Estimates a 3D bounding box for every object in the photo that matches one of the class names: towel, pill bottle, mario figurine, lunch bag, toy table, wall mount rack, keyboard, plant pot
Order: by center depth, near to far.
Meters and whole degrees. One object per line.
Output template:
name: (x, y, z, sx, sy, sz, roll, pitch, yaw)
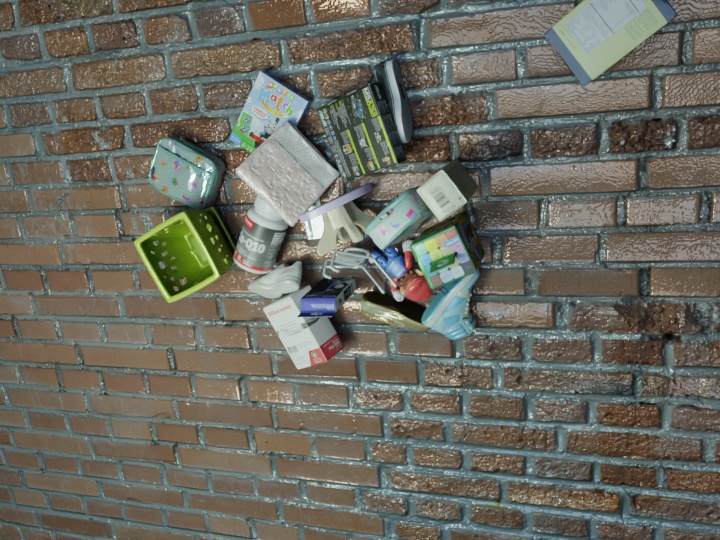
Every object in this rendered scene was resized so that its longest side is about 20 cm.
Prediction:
lunch bag: (0.102, -0.127, 1.509, 0.160, 0.200, 0.077, -39, 83, 27)
toy table: (-0.041, -0.127, 1.587, 0.200, 0.184, 0.117, -24, 98, 0)
towel: (-0.180, -0.246, 1.599, 0.200, 0.032, 0.191, 45, 84, -13)
wall mount rack: (0.000, 0.000, 1.608, 0.174, 0.200, 0.075, 12, 79, -11)
mario figurine: (0.110, -0.001, 1.635, 0.200, 0.106, 0.123, 47, 151, 12)
keyboard: (-0.133, -0.181, 1.684, 0.056, 0.011, 0.200, -6, 104, 15)
pill bottle: (-0.260, -0.102, 1.691, 0.114, 0.114, 0.200, 26, 112, 9)
lunch bag: (-0.479, -0.273, 1.733, 0.200, 0.077, 0.160, 27, 113, 9)
plant pot: (-0.458, -0.054, 1.736, 0.200, 0.181, 0.199, -25, 98, 23)

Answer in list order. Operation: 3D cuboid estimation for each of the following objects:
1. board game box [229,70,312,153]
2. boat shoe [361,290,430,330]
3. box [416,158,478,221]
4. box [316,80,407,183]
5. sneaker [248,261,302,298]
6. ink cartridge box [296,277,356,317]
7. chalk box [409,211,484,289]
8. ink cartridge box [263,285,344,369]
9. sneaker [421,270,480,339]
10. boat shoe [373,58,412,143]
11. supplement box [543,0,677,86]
board game box: (-0.235, -0.389, 1.639, 0.151, 0.037, 0.200, 34, 112, 6)
boat shoe: (0.096, 0.117, 1.670, 0.200, 0.074, 0.066, 22, 128, 10)
box: (0.205, -0.190, 1.463, 0.078, 0.200, 0.095, -37, 91, 24)
box: (0.000, -0.331, 1.537, 0.193, 0.048, 0.200, -13, 102, 43)
sneaker: (-0.228, 0.021, 1.748, 0.200, 0.089, 0.075, -11, 145, 41)
ink cartridge box: (-0.086, 0.067, 1.638, 0.099, 0.200, 0.039, -2, 109, 18)
chalk box: (0.206, -0.044, 1.507, 0.125, 0.200, 0.124, -24, 98, 23)
ink cartridge box: (-0.156, 0.156, 1.728, 0.147, 0.083, 0.200, -22, 99, 47)
sneaker: (0.263, 0.088, 1.604, 0.131, 0.080, 0.200, 36, 105, -11)
boat shoe: (0.072, -0.400, 1.515, 0.068, 0.074, 0.199, -10, 100, 27)
supplement box: (0.496, -0.490, 1.276, 0.200, 0.200, 0.134, -37, 93, 25)
